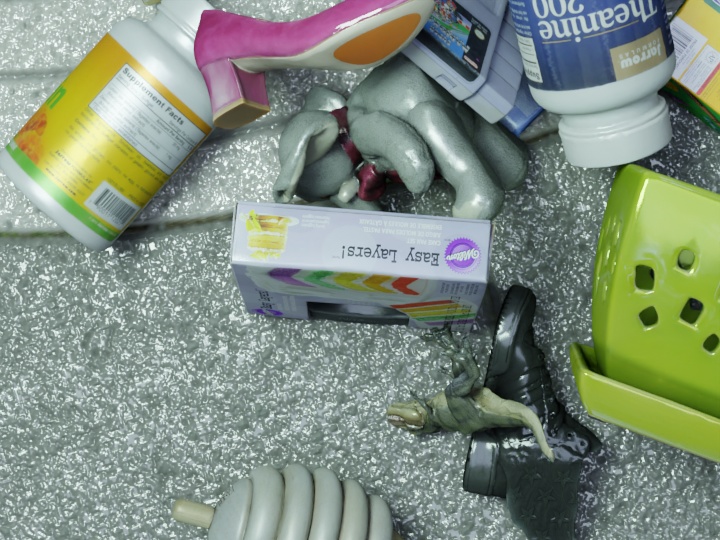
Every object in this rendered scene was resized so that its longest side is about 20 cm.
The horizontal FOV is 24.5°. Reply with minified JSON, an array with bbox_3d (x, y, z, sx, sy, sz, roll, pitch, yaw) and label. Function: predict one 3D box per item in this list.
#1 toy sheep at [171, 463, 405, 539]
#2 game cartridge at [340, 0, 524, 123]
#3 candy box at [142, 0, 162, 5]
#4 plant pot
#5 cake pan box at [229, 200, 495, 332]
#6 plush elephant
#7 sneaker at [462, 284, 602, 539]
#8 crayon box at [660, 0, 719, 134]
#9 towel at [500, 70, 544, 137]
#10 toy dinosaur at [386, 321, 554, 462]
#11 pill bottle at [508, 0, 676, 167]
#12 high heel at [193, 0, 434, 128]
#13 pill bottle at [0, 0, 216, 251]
[{"bbox_3d":[-0.048,0.212,1.262,0.199,0.138,0.139,16,89,-15],"label":"toy sheep"},{"bbox_3d":[0.045,-0.210,1.224,0.200,0.130,0.038,37,128,-19],"label":"game cartridge"},{"bbox_3d":[-0.092,-0.294,1.304,0.199,0.055,0.116,-14,76,2],"label":"candy box"},{"bbox_3d":[0.259,0.037,1.221,0.198,0.200,0.182,20,95,3],"label":"plant pot"},{"bbox_3d":[0.000,0.000,1.230,0.183,0.200,0.053,7,78,0],"label":"cake pan box"},{"bbox_3d":[0.009,-0.088,1.255,0.155,0.165,0.200,-38,100,22],"label":"plush elephant"},{"bbox_3d":[0.141,0.118,1.291,0.104,0.060,0.201,13,95,5],"label":"sneaker"},{"bbox_3d":[0.321,-0.204,1.288,0.119,0.058,0.200,37,91,3],"label":"crayon box"},{"bbox_3d":[0.108,-0.225,1.318,0.147,0.024,0.200,-42,87,2],"label":"towel"},{"bbox_3d":[0.078,0.089,1.238,0.047,0.200,0.089,-26,102,-26],"label":"toy dinosaur"},{"bbox_3d":[0.168,-0.182,1.214,0.110,0.111,0.201,-16,111,2],"label":"pill bottle"},{"bbox_3d":[-0.037,-0.180,1.174,0.200,0.067,0.096,-26,66,36],"label":"high heel"},{"bbox_3d":[-0.175,-0.123,1.284,0.111,0.111,0.200,42,91,3],"label":"pill bottle"}]
